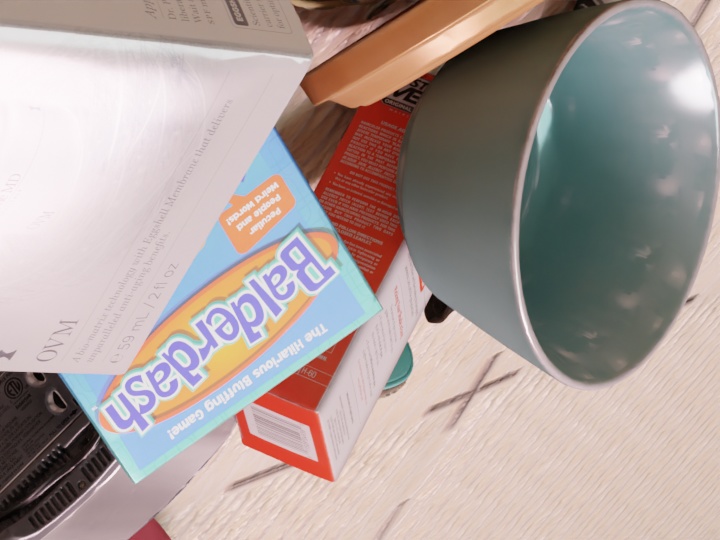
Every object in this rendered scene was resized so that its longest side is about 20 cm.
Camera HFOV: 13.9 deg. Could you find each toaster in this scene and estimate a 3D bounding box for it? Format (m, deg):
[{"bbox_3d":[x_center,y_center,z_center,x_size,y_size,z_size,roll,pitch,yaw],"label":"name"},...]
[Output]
[{"bbox_3d":[-0.156,0.086,1.546,0.200,0.114,0.129,-45,158,10],"label":"toaster"}]

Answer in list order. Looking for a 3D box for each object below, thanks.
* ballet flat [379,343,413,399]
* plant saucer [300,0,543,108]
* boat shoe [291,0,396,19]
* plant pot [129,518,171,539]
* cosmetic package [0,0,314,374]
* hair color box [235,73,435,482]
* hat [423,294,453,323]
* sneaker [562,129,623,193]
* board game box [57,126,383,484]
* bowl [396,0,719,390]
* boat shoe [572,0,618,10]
[{"bbox_3d":[-0.056,0.049,1.700,0.075,0.068,0.200,-26,160,33],"label":"ballet flat"},{"bbox_3d":[0.061,-0.134,1.443,0.200,0.032,0.200,-32,-177,2],"label":"plant saucer"},{"bbox_3d":[-0.009,-0.148,1.389,0.200,0.063,0.073,-5,140,-53],"label":"boat shoe"},{"bbox_3d":[-0.159,0.277,1.808,0.200,0.179,0.200,-32,156,-16],"label":"plant pot"},{"bbox_3d":[-0.160,-0.066,1.196,0.199,0.123,0.200,4,136,-32],"label":"cosmetic package"},{"bbox_3d":[0.000,0.000,1.565,0.200,0.061,0.102,-62,164,-21],"label":"hair color box"},{"bbox_3d":[0.139,0.002,1.783,0.200,0.081,0.201,-32,-177,2],"label":"hat"},{"bbox_3d":[0.096,-0.032,1.666,0.082,0.074,0.200,19,147,-41],"label":"sneaker"},{"bbox_3d":[-0.099,-0.017,1.400,0.152,0.045,0.200,-36,124,-6],"label":"board game box"},{"bbox_3d":[0.092,-0.046,1.512,0.201,0.105,0.202,-20,115,-51],"label":"bowl"},{"bbox_3d":[0.133,-0.099,1.678,0.057,0.069,0.200,-32,158,-11],"label":"boat shoe"}]
